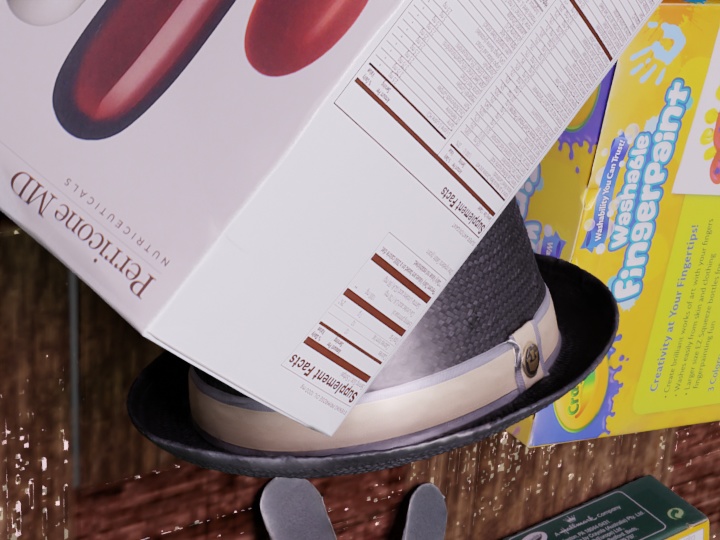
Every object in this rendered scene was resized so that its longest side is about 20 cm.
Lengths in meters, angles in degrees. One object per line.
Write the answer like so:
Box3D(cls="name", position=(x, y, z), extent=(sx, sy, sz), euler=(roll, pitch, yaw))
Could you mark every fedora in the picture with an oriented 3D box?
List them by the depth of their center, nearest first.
Box3D(cls="fedora", position=(0.000, 0.000, 0.839), extent=(0.200, 0.200, 0.092), euler=(-19, 111, -27))

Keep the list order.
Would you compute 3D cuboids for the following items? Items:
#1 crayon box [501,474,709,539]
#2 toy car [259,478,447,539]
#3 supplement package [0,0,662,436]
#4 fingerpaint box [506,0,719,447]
Box3D(cls="crayon box", position=(0.109, 0.215, 1.111), extent=(0.125, 0.052, 0.201), euler=(-20, 123, -26))
Box3D(cls="toy car", position=(-0.009, 0.193, 0.989), extent=(0.164, 0.158, 0.201), euler=(8, 81, -42))
Box3D(cls="supplement package", position=(-0.041, -0.092, 0.720), extent=(0.200, 0.191, 0.147), euler=(-53, 154, 0))
Box3D(cls="fingerpaint box", position=(0.136, -0.034, 0.981), extent=(0.166, 0.073, 0.201), euler=(-5, 116, -35))
